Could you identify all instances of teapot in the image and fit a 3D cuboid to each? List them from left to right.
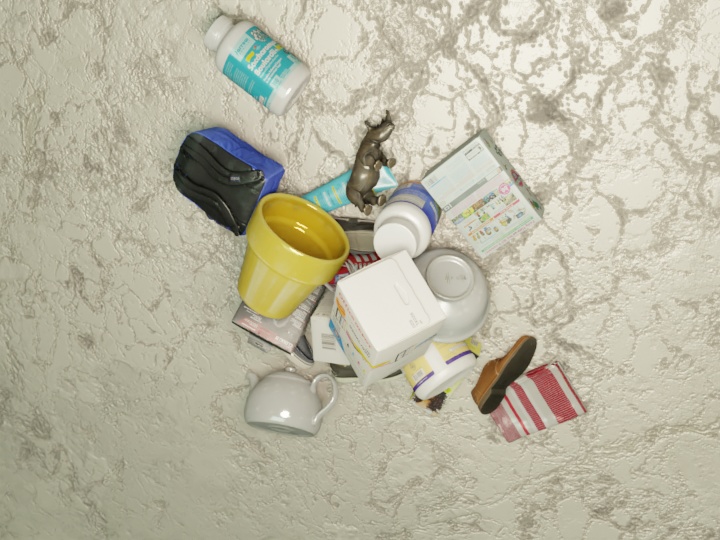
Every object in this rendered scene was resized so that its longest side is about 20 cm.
[{"bbox_3d":[-0.169,0.297,1.748,0.197,0.148,0.197,15,159,-12],"label":"teapot"}]

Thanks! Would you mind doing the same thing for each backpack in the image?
[{"bbox_3d":[-0.269,-0.189,1.525,0.198,0.168,0.164,31,112,6],"label":"backpack"}]

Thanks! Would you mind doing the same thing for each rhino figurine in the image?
[{"bbox_3d":[0.022,-0.213,1.461,0.087,0.059,0.203,28,108,47],"label":"rhino figurine"}]

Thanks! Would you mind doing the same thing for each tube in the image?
[{"bbox_3d":[-0.026,-0.168,1.537,0.198,0.051,0.078,-24,108,19],"label":"tube"}]

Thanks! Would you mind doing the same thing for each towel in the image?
[{"bbox_3d":[0.375,0.291,1.648,0.199,0.023,0.145,-28,105,26],"label":"towel"}]

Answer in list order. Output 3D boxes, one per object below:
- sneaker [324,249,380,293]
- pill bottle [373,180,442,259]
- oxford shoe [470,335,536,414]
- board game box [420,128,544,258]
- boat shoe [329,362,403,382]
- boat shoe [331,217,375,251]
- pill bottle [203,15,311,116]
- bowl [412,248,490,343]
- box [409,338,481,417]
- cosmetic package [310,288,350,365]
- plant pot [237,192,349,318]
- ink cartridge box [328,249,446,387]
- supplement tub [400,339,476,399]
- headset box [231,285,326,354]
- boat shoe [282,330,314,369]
[{"bbox_3d":[0.000,0.000,1.567,0.197,0.113,0.072,4,115,15],"label":"sneaker"},{"bbox_3d":[0.088,-0.089,1.447,0.110,0.200,0.114,7,118,13],"label":"pill bottle"},{"bbox_3d":[0.299,0.209,1.609,0.071,0.071,0.201,20,112,-40],"label":"oxford shoe"},{"bbox_3d":[0.236,-0.146,1.454,0.147,0.064,0.201,-34,100,29],"label":"board game box"},{"bbox_3d":[0.022,0.207,1.685,0.199,0.072,0.061,-9,116,23],"label":"boat shoe"},{"bbox_3d":[-0.039,-0.079,1.582,0.197,0.057,0.068,8,124,19],"label":"boat shoe"},{"bbox_3d":[-0.200,-0.396,1.437,0.199,0.111,0.111,37,120,-4],"label":"pill bottle"},{"bbox_3d":[0.167,0.033,1.474,0.199,0.203,0.091,22,154,5],"label":"bowl"},{"bbox_3d":[0.186,0.227,1.658,0.075,0.050,0.201,29,119,2],"label":"box"},{"bbox_3d":[-0.034,0.096,1.575,0.084,0.200,0.109,5,119,16],"label":"cosmetic package"},{"bbox_3d":[-0.148,-0.017,1.484,0.199,0.201,0.190,32,120,-1],"label":"plant pot"},{"bbox_3d":[0.042,0.089,1.359,0.148,0.143,0.201,58,161,19],"label":"ink cartridge box"},{"bbox_3d":[0.130,0.145,1.548,0.145,0.145,0.201,-42,69,29],"label":"supplement tub"},{"bbox_3d":[-0.175,0.076,1.613,0.147,0.075,0.202,27,79,-2],"label":"headset box"},{"bbox_3d":[-0.149,0.125,1.696,0.092,0.075,0.201,-35,101,22],"label":"boat shoe"}]
